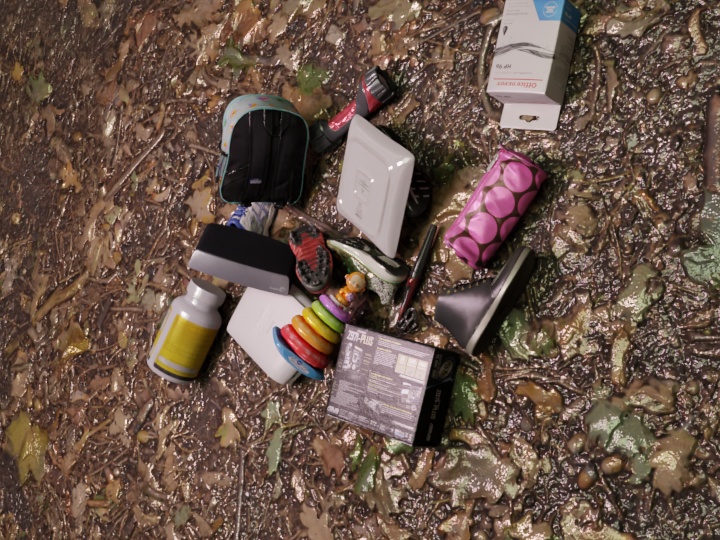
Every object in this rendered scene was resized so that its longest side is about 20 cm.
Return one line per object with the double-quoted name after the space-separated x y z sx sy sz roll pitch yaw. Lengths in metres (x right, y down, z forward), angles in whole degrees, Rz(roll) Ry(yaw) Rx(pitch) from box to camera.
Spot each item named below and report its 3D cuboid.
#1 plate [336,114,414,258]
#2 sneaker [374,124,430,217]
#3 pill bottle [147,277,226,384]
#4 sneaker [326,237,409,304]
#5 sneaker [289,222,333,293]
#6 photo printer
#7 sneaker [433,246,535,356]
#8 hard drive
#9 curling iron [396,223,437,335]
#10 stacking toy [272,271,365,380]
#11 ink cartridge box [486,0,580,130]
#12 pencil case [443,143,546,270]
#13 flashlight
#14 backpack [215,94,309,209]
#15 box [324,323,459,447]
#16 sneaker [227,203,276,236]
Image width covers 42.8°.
0.016 -0.152 1.653 0.199 0.032 0.203 43 132 44 "plate"
0.061 -0.168 1.671 0.080 0.073 0.202 -50 50 36 "sneaker"
-0.354 0.124 1.897 0.111 0.111 0.202 34 101 37 "pill bottle"
0.000 0.000 1.679 0.199 0.076 0.090 33 114 41 "sneaker"
-0.082 -0.004 1.697 0.070 0.099 0.201 -20 31 -1 "sneaker"
-0.157 0.109 1.772 0.200 0.069 0.168 41 106 36 "photo printer"
0.198 0.029 1.503 0.106 0.074 0.202 38 106 28 "sneaker"
-0.218 -0.026 1.754 0.136 0.197 0.043 -77 4 -55 "hard drive"
0.104 0.018 1.618 0.049 0.025 0.204 15 89 30 "curling iron"
-0.058 0.085 1.634 0.201 0.116 0.110 -49 16 5 "stacking toy"
0.283 -0.342 1.525 0.115 0.067 0.204 10 87 39 "ink cartridge box"
0.216 -0.103 1.513 0.202 0.093 0.091 -59 23 11 "pencil case"
-0.023 -0.306 1.756 0.199 0.068 0.069 -33 63 27 "flashlight"
-0.191 -0.242 1.780 0.154 0.173 0.202 -111 29 -50 "backpack"
0.053 0.196 1.581 0.198 0.086 0.167 12 88 38 "box"
-0.224 -0.108 1.859 0.074 0.088 0.204 -7 75 38 "sneaker"
